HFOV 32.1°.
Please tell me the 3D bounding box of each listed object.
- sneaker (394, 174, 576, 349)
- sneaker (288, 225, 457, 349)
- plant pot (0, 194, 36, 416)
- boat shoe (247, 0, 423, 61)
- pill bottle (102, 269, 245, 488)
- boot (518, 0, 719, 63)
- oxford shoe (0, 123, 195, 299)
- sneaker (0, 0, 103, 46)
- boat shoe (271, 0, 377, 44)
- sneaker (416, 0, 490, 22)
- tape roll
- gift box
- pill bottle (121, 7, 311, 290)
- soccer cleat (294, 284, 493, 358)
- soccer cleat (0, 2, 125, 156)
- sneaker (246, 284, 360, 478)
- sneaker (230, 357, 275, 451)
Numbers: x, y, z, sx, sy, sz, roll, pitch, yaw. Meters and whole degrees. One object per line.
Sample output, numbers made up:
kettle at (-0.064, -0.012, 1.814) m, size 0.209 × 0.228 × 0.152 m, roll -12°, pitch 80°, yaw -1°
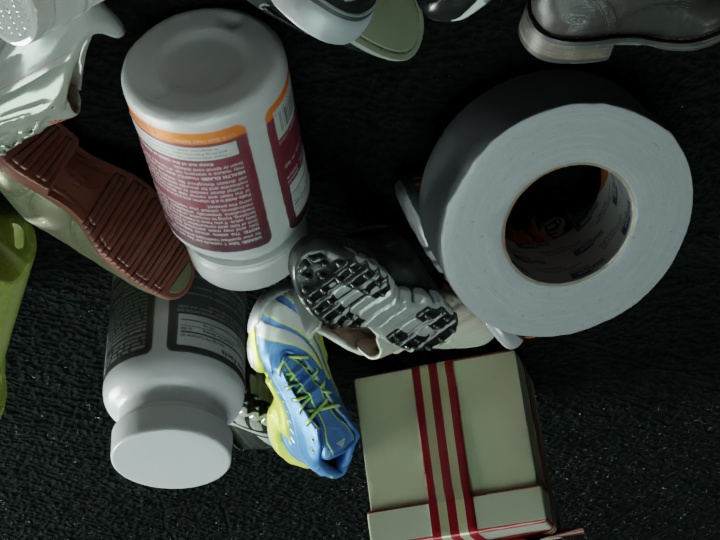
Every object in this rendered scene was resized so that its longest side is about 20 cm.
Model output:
sneaker at (0.118, -0.030, 1.046) m, size 0.112 × 0.078 × 0.200 m, roll -36°, pitch 126°, yaw 11°
sneaker at (0.000, 0.000, 0.995) m, size 0.066 × 0.091 × 0.200 m, roll -36°, pitch 147°, yaw 20°
plant pot at (-0.350, 0.022, 0.993) m, size 0.200 × 0.200 × 0.184 m, roll 18°, pitch 127°, yaw -25°
boat shoe at (-0.043, -0.194, 0.816) m, size 0.199 × 0.075 × 0.066 m, roll 21°, pitch 166°, yaw -40°
pill bottle at (-0.153, 0.070, 1.039) m, size 0.116 × 0.200 × 0.116 m, roll -2°, pitch 143°, yaw -1°
boot at (0.189, -0.210, 0.760) m, size 0.200 × 0.069 × 0.174 m, roll -18°, pitch 151°, yaw -15°
oxford shoe at (-0.214, -0.048, 0.978) m, size 0.200 × 0.071 × 0.074 m, roll 45°, pitch 146°, yaw -20°
sneaker at (-0.200, -0.245, 0.735) m, size 0.074 × 0.116 × 0.200 m, roll -1°, pitch 117°, yaw 42°
boat shoe at (-0.006, -0.196, 0.716) m, size 0.069 × 0.200 × 0.057 m, roll 32°, pitch 124°, yaw -12°
sneaker at (0.062, -0.239, 0.743) m, size 0.088 × 0.076 × 0.200 m, roll -2°, pitch 138°, yaw -33°
tape roll at (0.149, -0.049, 0.958) m, size 0.200 × 0.066 × 0.200 m, roll -7°, pitch 122°, yaw -11°
gift box at (0.108, 0.197, 1.213) m, size 0.184 × 0.187 × 0.200 m, roll -13°, pitch 159°, yaw 16°
pill bottle at (-0.097, -0.081, 0.916) m, size 0.114 × 0.114 × 0.200 m, roll -5°, pitch 142°, yaw 2°
soccer cleat at (0.033, 0.049, 1.114) m, size 0.200 × 0.078 × 0.069 m, roll 14°, pitch 139°, yaw -23°
soccer cleat at (-0.240, -0.112, 0.864) m, size 0.078 × 0.069 × 0.200 m, roll 32°, pitch 111°, yaw -17°
sneaker at (-0.041, 0.108, 1.146) m, size 0.076 × 0.105 × 0.200 m, roll -32°, pitch 132°, yaw -28°
sneaker at (-0.118, 0.137, 1.241) m, size 0.090 × 0.066 × 0.200 m, roll -31°, pitch 137°, yaw 28°
